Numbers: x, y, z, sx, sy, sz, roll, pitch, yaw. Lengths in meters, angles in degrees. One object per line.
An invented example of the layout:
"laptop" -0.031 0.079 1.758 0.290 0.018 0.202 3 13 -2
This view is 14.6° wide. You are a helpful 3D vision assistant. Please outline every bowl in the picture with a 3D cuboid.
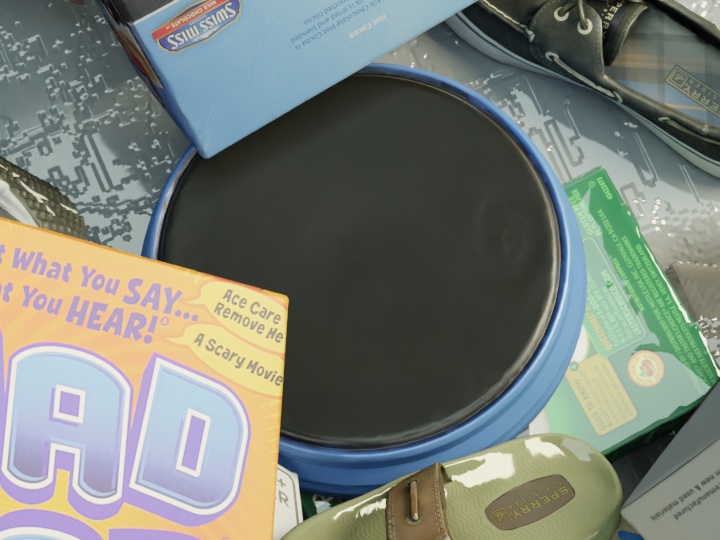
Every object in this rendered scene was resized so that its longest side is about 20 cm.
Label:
"bowl" 0.000 0.000 1.240 0.200 0.039 0.201 -1 69 3

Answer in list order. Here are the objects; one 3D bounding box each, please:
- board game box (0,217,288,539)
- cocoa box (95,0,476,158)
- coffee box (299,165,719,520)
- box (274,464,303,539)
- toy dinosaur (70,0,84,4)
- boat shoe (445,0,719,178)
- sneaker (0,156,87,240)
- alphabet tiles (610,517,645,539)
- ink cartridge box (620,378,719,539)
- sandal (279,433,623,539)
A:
"board game box" -0.169 0.101 1.045 0.200 0.200 0.200 16 69 -35
"cocoa box" -0.029 -0.167 1.242 0.200 0.133 0.131 -31 118 -5
"coffee box" 0.051 0.051 1.270 0.200 0.044 0.123 -28 79 -9
"box" -0.074 0.171 1.142 0.060 0.200 0.117 31 120 -30
"toy dinosaur" -0.199 -0.202 1.268 0.086 0.136 0.200 -27 81 -8
"boat shoe" 0.118 -0.111 1.303 0.200 0.057 0.069 31 78 4
"sneaker" -0.202 -0.032 1.245 0.200 0.074 0.080 28 87 35
"alphabet tiles" 0.085 0.169 1.173 0.196 0.015 0.200 -18 60 -30
"ink cartridge box" 0.232 0.117 1.202 0.200 0.083 0.146 45 45 -1
"sandal" 0.034 0.110 1.151 0.201 0.057 0.080 -29 73 -37
